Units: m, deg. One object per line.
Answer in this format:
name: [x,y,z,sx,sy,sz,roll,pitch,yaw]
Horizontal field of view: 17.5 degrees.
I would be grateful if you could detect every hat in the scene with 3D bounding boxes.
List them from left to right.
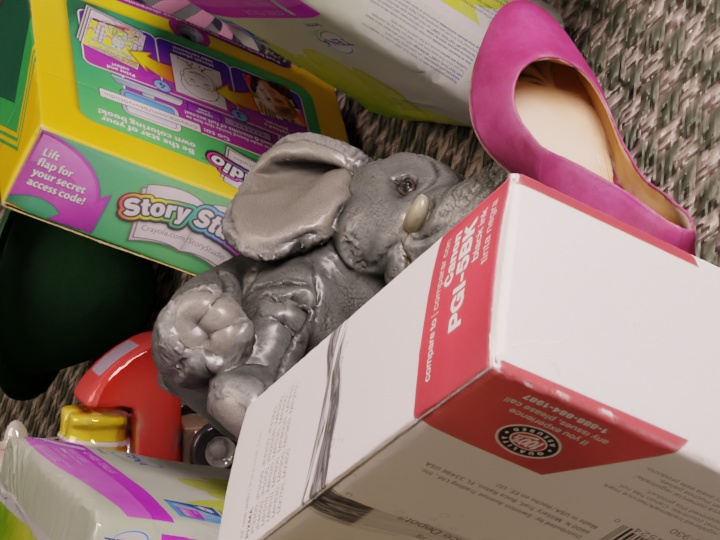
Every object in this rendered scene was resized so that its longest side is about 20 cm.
hat: [-0.139,0.017,1.545,0.200,0.175,0.167,57,-134,-70]

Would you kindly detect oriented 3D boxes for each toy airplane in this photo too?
toy airplane: [-0.166,0.149,1.312,0.200,0.140,0.200,-46,31,42]

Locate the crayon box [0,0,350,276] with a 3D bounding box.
crayon box: [-0.099,-0.070,1.268,0.058,0.199,0.173,-56,27,28]

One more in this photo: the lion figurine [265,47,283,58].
lion figurine: [-0.012,-0.200,1.383,0.200,0.073,0.123,-35,9,37]

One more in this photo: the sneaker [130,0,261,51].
sneaker: [-0.119,-0.130,1.361,0.070,0.200,0.083,-11,64,30]

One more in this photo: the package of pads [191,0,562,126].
package of pads: [-0.004,-0.133,1.159,0.069,0.154,0.200,-62,21,-4]

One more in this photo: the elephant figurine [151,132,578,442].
elephant figurine: [0.000,0.000,1.112,0.200,0.155,0.142,-51,-21,-8]

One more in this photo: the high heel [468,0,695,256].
high heel: [0.096,-0.058,0.975,0.096,0.067,0.201,120,154,-46]

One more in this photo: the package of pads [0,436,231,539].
package of pads: [-0.081,0.133,1.108,0.200,0.153,0.069,-161,83,-68]

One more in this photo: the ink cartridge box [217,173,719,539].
ink cartridge box: [0.056,0.068,0.853,0.200,0.146,0.083,-41,33,48]
